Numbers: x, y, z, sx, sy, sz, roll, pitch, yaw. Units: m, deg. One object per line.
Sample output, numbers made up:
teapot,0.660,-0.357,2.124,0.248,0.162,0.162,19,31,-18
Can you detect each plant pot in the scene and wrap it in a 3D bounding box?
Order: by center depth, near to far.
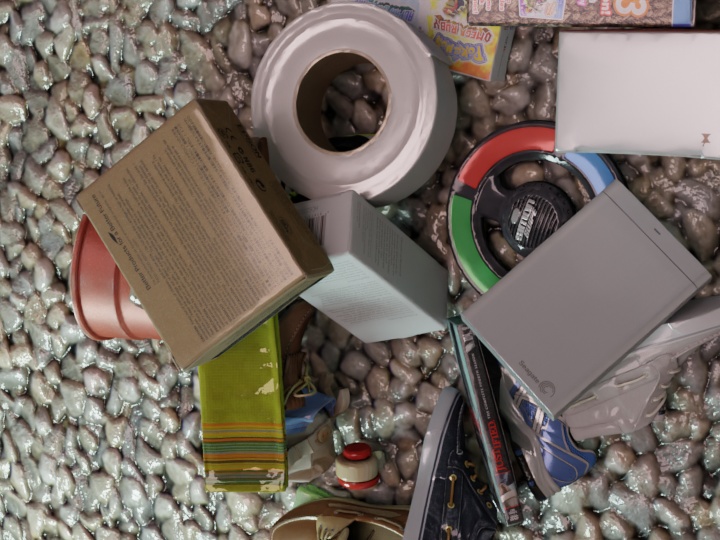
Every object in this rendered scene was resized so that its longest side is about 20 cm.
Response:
plant pot,-0.180,-0.002,1.610,0.194,0.201,0.202,12,103,18

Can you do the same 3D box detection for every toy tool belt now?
toy tool belt,-0.071,0.160,1.606,0.199,0.125,0.124,8,110,26

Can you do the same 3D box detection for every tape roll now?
tape roll,-0.006,-0.164,1.479,0.201,0.071,0.204,-1,87,21

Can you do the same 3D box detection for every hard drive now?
hard drive,0.212,0.026,1.394,0.200,0.027,0.132,-41,72,-4

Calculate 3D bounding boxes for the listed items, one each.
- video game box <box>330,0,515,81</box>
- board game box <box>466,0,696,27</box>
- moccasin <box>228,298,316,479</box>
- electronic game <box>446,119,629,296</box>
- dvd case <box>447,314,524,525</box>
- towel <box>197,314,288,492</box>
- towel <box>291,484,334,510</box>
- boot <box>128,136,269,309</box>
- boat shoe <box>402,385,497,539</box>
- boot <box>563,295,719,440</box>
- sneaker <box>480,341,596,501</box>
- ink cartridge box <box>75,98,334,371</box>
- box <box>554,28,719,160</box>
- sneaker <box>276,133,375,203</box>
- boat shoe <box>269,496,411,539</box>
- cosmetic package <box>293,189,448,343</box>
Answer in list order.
video game box,0.071,-0.304,1.502,0.199,0.047,0.183,19,109,25
board game box,0.206,-0.270,1.344,0.198,0.159,0.098,3,100,13
moccasin,-0.084,0.128,1.529,0.077,0.074,0.203,20,85,7
electronic game,0.178,-0.050,1.485,0.199,0.042,0.202,5,100,28
dvd case,0.124,0.146,1.491,0.022,0.146,0.201,-16,91,0
towel,-0.119,0.128,1.481,0.085,0.018,0.202,-3,104,-1
towel,-0.027,0.357,1.669,0.148,0.031,0.201,20,104,22
boot,-0.167,-0.040,1.475,0.145,0.070,0.202,7,103,11
boat shoe,0.103,0.223,1.528,0.090,0.071,0.202,11,69,8
boot,0.282,0.097,1.432,0.199,0.074,0.096,-21,97,20
sneaker,0.173,0.129,1.508,0.077,0.076,0.201,-23,84,2
ink cartridge box,-0.147,-0.035,1.398,0.164,0.075,0.201,-35,82,22
box,0.278,-0.161,1.324,0.151,0.200,0.107,5,100,27
sneaker,-0.054,-0.108,1.577,0.199,0.083,0.072,-16,90,29
boat shoe,-0.013,0.286,1.595,0.199,0.074,0.076,-8,92,26
cosmetic package,0.000,0.000,1.495,0.101,0.200,0.072,-11,61,28
